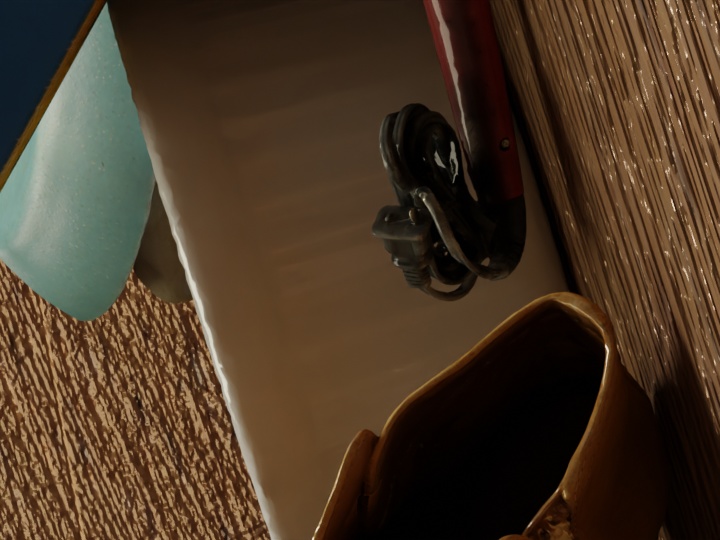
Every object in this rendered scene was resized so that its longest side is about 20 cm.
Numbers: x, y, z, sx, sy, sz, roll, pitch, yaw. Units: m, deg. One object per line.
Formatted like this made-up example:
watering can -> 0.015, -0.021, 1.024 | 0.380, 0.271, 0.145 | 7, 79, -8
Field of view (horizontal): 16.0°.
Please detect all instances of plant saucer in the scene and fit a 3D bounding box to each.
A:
plant saucer -> -0.115, -0.082, 0.915 | 0.200, 0.036, 0.200 | 179, 90, -69

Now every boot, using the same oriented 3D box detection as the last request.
boot -> 0.003, 0.104, 0.578 | 0.071, 0.201, 0.144 | 29, 169, 22

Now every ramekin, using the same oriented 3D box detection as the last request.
ramekin -> 0.000, 0.000, 0.756 | 0.200, 0.098, 0.201 | 163, 90, -88

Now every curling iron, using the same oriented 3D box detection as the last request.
curling iron -> 0.014, -0.088, 0.604 | 0.050, 0.026, 0.200 | -30, -64, -61

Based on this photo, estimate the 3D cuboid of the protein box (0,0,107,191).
protein box -> -0.153, -0.126, 0.686 | 0.200, 0.198, 0.135 | -56, 12, 36

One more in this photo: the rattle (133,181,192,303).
rattle -> -0.003, -0.047, 0.874 | 0.143, 0.130, 0.200 | 58, 142, 34
